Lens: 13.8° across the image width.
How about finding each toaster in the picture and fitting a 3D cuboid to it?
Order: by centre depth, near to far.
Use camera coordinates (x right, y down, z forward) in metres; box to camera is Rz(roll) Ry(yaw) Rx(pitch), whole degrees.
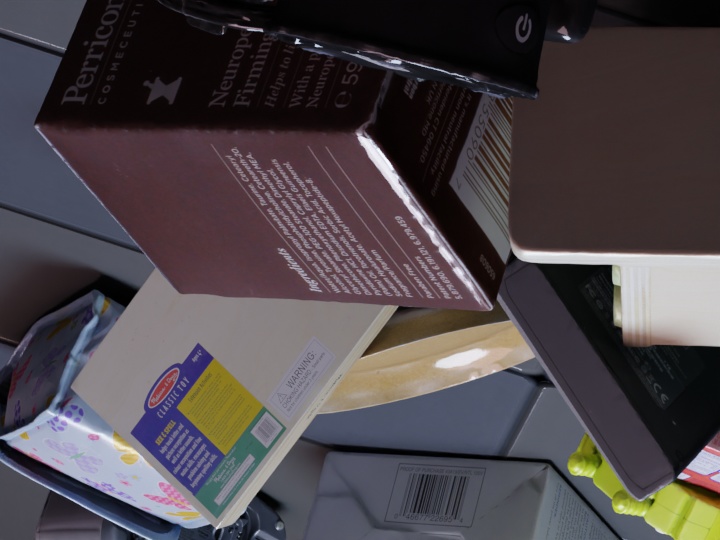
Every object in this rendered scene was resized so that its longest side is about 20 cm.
[{"bbox_3d":[-0.168,0.209,2.348,0.200,0.114,0.129,31,155,-32],"label":"toaster"}]

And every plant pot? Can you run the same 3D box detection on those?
[{"bbox_3d":[0.040,0.049,1.858,0.199,0.028,0.200,-14,168,-3],"label":"plant pot"}]

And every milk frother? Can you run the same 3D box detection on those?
[{"bbox_3d":[0.009,-0.180,1.250,0.199,0.189,0.180,14,-179,19],"label":"milk frother"}]

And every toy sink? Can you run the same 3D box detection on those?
[{"bbox_3d":[0.178,-0.039,1.497,0.199,0.131,0.112,0,153,6],"label":"toy sink"}]

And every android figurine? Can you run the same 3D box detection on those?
[{"bbox_3d":[0.217,0.141,1.902,0.199,0.041,0.182,8,-157,-44],"label":"android figurine"}]

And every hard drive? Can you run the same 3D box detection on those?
[{"bbox_3d":[0.152,0.028,1.594,0.033,0.200,0.140,-35,90,28],"label":"hard drive"}]

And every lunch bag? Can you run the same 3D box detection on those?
[{"bbox_3d":[-0.170,0.112,2.127,0.169,0.128,0.200,28,161,-18],"label":"lunch bag"}]

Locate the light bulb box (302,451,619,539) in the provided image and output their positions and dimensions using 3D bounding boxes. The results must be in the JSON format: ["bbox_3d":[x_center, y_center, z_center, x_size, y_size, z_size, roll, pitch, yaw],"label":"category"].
[{"bbox_3d":[0.084,0.236,2.214,0.197,0.125,0.200,2,153,31],"label":"light bulb box"}]

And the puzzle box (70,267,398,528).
[{"bbox_3d":[-0.072,0.038,1.783,0.133,0.200,0.025,43,-162,15],"label":"puzzle box"}]

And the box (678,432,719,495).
[{"bbox_3d":[0.282,0.101,1.809,0.199,0.096,0.100,21,164,-8],"label":"box"}]

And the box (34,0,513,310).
[{"bbox_3d":[-0.023,-0.092,1.517,0.199,0.166,0.164,2,149,31],"label":"box"}]
